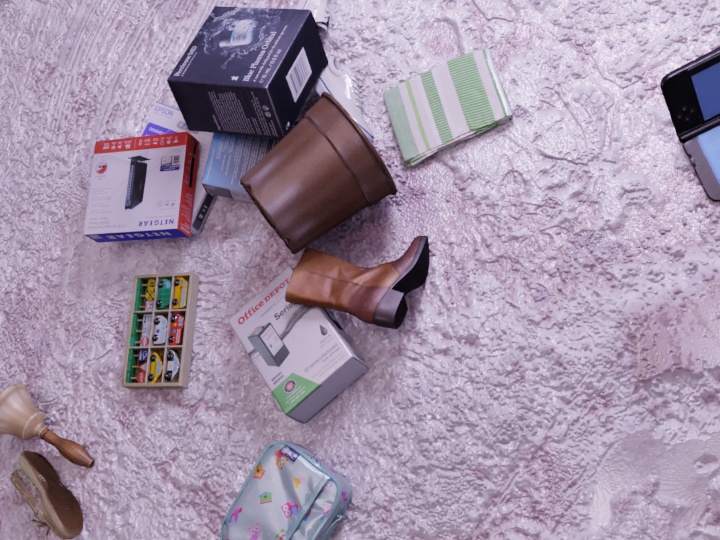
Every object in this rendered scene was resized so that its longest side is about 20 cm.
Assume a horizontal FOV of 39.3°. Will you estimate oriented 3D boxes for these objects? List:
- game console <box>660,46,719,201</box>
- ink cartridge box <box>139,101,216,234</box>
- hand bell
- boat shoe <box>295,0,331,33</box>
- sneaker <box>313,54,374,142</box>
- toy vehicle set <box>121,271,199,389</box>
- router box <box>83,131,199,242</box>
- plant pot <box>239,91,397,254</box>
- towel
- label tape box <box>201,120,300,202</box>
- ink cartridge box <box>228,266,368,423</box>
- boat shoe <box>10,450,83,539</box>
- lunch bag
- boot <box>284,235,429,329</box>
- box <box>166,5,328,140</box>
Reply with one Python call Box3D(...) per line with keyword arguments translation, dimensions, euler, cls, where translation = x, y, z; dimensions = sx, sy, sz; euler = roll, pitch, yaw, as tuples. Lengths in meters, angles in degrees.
Box3D(translation=(0.560, -0.231, 1.452), dimensions=(0.197, 0.173, 0.120), euler=(-25, 39, 12), cls="game console")
Box3D(translation=(-0.338, -0.191, 1.852), dimensions=(0.195, 0.043, 0.203), euler=(21, 83, 26), cls="ink cartridge box")
Box3D(translation=(-0.549, 0.291, 1.777), dimensions=(0.197, 0.104, 0.106), euler=(27, 84, 15), cls="hand bell")
Box3D(translation=(-0.085, -0.452, 1.823), dimensions=(0.064, 0.074, 0.203), euler=(26, 88, 12), cls="boat shoe")
Box3D(translation=(-0.025, -0.300, 1.740), dimensions=(0.071, 0.073, 0.201), euler=(-40, 63, 10), cls="sneaker")
Box3D(translation=(-0.351, 0.106, 1.771), dimensions=(0.122, 0.026, 0.204), euler=(-4, 72, 22), cls="toy vehicle set")
Box3D(translation=(-0.391, -0.148, 1.808), dimensions=(0.196, 0.049, 0.183), euler=(-3, 73, 20), cls="router box")
Box3D(translation=(-0.076, -0.146, 1.621), dimensions=(0.197, 0.201, 0.201), euler=(-37, 63, -5), cls="plant pot")
Box3D(translation=(0.145, -0.276, 1.690), dimensions=(0.197, 0.023, 0.155), euler=(-23, 65, 16), cls="towel")
Box3D(translation=(-0.164, -0.192, 1.759), dimensions=(0.196, 0.063, 0.147), euler=(11, 77, 3), cls="label tape box")
Box3D(translation=(-0.103, 0.119, 1.631), dimensions=(0.145, 0.084, 0.201), euler=(-40, 62, 5), cls="ink cartridge box")
Box3D(translation=(-0.542, 0.398, 1.738), dimensions=(0.063, 0.073, 0.200), euler=(-52, 51, 7), cls="boat shoe")
Box3D(translation=(-0.112, 0.374, 1.557), dimensions=(0.159, 0.077, 0.202), euler=(30, 86, 28), cls="lunch bag")
Box3D(translation=(0.000, 0.000, 1.608), dimensions=(0.197, 0.069, 0.190), euler=(14, 60, 23), cls="boot")
Box3D(translation=(-0.188, -0.337, 1.703), dimensions=(0.196, 0.118, 0.199), euler=(8, 54, 24), cls="box")
